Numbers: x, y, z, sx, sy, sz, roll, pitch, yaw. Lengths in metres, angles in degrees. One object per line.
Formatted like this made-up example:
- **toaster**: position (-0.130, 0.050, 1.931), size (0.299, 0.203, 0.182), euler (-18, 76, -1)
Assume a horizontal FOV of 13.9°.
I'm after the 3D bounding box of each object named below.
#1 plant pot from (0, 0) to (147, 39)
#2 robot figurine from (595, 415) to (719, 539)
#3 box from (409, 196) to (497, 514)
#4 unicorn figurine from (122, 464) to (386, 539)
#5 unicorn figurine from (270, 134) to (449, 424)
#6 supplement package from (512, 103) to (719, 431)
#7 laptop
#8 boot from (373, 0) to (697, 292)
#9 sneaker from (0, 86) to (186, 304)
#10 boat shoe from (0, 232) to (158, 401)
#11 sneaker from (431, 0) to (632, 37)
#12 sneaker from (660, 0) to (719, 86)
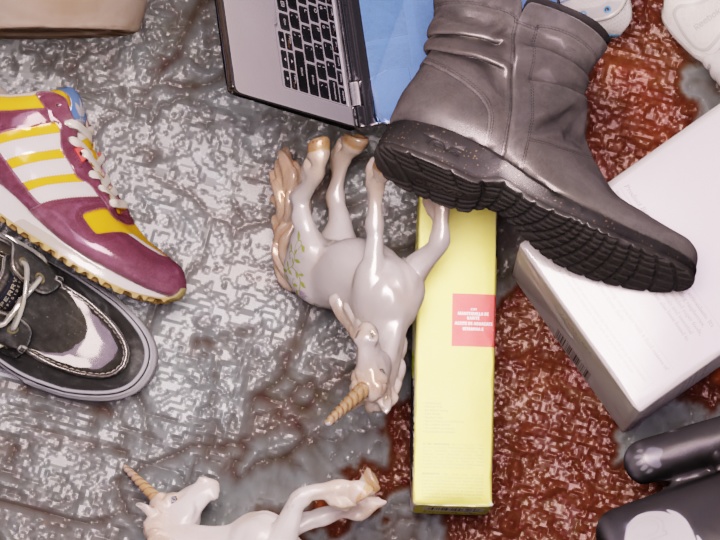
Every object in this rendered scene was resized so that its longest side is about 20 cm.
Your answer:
- **plant pot**: position (-0.189, -0.226, 1.731), size (0.199, 0.200, 0.175), euler (0, 91, 0)
- **robot figurine**: position (0.211, 0.179, 1.700), size (0.199, 0.125, 0.151), euler (-19, 125, -2)
- **box**: position (0.055, 0.042, 1.744), size (0.050, 0.075, 0.201), euler (2, 80, 0)
- **unicorn figurine**: position (-0.040, 0.172, 1.721), size (0.137, 0.074, 0.201), euler (-29, 88, 7)
- **unicorn figurine**: position (0.000, 0.000, 1.699), size (0.073, 0.200, 0.138), euler (8, 100, -19)
- **supplement package**: position (0.204, -0.015, 1.728), size (0.200, 0.120, 0.122), euler (-34, 82, -4)
- **laptop**: position (0.012, -0.187, 1.684), size (0.115, 0.200, 0.188), euler (-16, 75, 30)
- **boot**: position (0.116, -0.080, 1.647), size (0.199, 0.070, 0.132), euler (27, 68, -8)
- **sneaker**: position (-0.176, -0.058, 1.758), size (0.199, 0.075, 0.090), euler (33, 88, 4)
- **boat shoe**: position (-0.213, 0.017, 1.748), size (0.199, 0.071, 0.072), euler (27, 82, 3)
- **sneaker**: position (0.116, -0.165, 1.778), size (0.200, 0.075, 0.087), euler (-37, 89, -5)
- **sneaker**: position (0.262, -0.203, 1.785), size (0.081, 0.075, 0.200), euler (39, 81, 17)
